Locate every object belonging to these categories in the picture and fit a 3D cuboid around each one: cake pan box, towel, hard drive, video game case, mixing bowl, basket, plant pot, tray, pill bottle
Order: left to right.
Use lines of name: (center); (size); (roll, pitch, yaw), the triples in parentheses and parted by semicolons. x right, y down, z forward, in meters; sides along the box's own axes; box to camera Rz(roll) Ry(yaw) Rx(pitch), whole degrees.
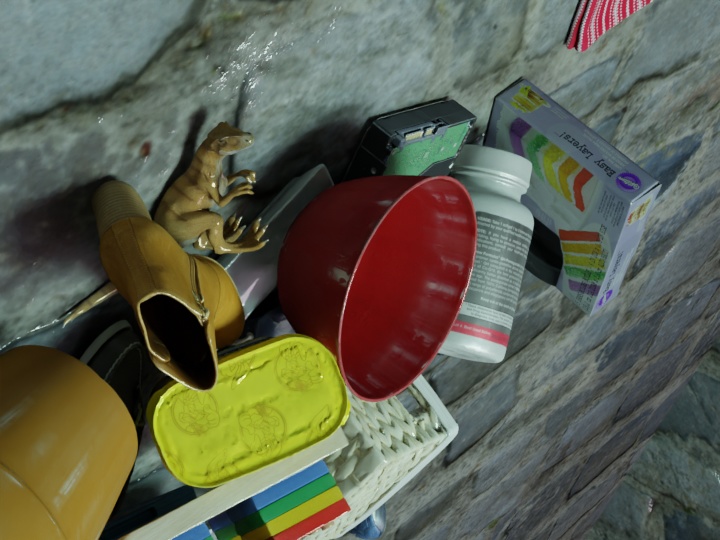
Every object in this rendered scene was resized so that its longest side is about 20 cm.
plant pot: (-0.254, 0.153, 1.113); (0.183, 0.200, 0.200); (-53, 167, -45)
video game case: (-0.251, 0.238, 1.377); (0.143, 0.018, 0.200); (-26, 177, 37)
tray: (-0.094, -0.005, 1.382); (0.200, 0.022, 0.107); (-47, 159, -8)
basket: (-0.029, 0.173, 1.569); (0.200, 0.136, 0.123); (-47, 165, 34)
mixing bowl: (0.000, 0.000, 1.366); (0.200, 0.108, 0.200); (-37, 138, -43)
hard drive: (0.020, -0.061, 1.502); (0.140, 0.038, 0.200); (-23, 147, -52)
pill bottle: (0.108, -0.017, 1.582); (0.111, 0.111, 0.200); (31, 71, -69)
cake pan box: (0.202, -0.072, 1.655); (0.052, 0.184, 0.200); (-34, 155, -28)
towel: (0.293, -0.316, 1.657); (0.200, 0.022, 0.145); (-35, 154, -35)

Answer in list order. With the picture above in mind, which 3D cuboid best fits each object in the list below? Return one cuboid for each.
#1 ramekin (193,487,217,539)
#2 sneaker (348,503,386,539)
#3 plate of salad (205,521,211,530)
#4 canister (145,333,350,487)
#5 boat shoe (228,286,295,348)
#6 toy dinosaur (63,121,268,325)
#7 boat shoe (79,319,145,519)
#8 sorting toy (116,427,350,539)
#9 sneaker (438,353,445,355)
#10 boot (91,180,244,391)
ramekin: (-0.147, 0.300, 1.677); (0.200, 0.105, 0.200); (-42, 158, -22)
sneaker: (0.020, 0.201, 1.721); (0.085, 0.200, 0.077); (14, 132, -19)
plate of salad: (-0.217, 0.264, 1.494); (0.200, 0.048, 0.200); (-26, 179, 0)
canister: (-0.098, 0.107, 1.297); (0.148, 0.087, 0.200); (-23, -177, -10)
boat shoe: (-0.102, 0.078, 1.465); (0.200, 0.075, 0.093); (-37, 126, 2)
toy dinosaur: (-0.135, -0.034, 1.226); (0.106, 0.060, 0.200); (22, 115, -35)
boat shoe: (-0.205, 0.125, 1.317); (0.072, 0.060, 0.202); (-30, 151, -44)
sorting toy: (-0.116, 0.216, 1.311); (0.200, 0.070, 0.199); (-26, 174, -27)
sneaker: (0.055, 0.040, 1.683); (0.200, 0.078, 0.086); (22, 75, -68)
boot: (-0.125, 0.038, 1.148); (0.071, 0.144, 0.201); (-30, 137, 4)
